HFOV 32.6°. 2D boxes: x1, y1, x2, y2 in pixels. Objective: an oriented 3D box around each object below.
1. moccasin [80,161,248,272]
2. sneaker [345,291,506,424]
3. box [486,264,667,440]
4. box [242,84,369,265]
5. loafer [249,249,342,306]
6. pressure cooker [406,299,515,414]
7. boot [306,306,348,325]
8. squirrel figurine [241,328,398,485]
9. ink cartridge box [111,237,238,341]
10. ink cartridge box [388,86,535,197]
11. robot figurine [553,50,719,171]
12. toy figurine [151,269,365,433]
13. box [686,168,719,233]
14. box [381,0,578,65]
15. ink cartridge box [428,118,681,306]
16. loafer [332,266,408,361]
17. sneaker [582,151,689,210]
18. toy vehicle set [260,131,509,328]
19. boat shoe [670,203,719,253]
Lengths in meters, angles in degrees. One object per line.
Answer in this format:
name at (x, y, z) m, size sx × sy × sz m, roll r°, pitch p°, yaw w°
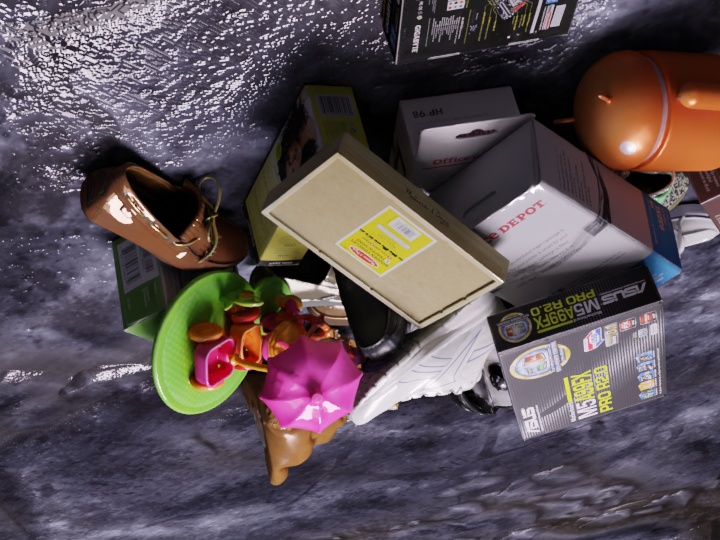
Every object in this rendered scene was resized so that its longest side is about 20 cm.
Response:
moccasin at (-0.174, -0.053, 1.185) m, size 0.077 × 0.074 × 0.201 m, roll -21°, pitch 145°, yaw 28°
sneaker at (0.073, 0.093, 1.212) m, size 0.199 × 0.087 × 0.074 m, roll -36°, pitch -164°, yaw -8°
box at (0.218, 0.086, 1.213) m, size 0.159 × 0.044 × 0.200 m, roll -18°, pitch 145°, yaw 3°
box at (-0.056, -0.086, 1.175) m, size 0.050 × 0.076 × 0.200 m, roll -2°, pitch 149°, yaw -25°
loafer at (-0.022, -0.001, 1.349) m, size 0.198 × 0.076 × 0.070 m, roll -10°, pitch 157°, yaw -10°
pressure cooker at (0.148, 0.052, 1.352) m, size 0.176 × 0.200 × 0.179 m, roll 41°, pitch 152°, yaw -7°
boot at (0.040, 0.020, 1.432) m, size 0.198 × 0.074 × 0.076 m, roll -4°, pitch 145°, yaw -15°
squirrel figurine at (-0.043, 0.161, 1.583) m, size 0.185 × 0.142 × 0.200 m, roll -15°, pitch 156°, yaw -15°
ink cartridge box at (-0.171, 0.032, 1.302) m, size 0.059 × 0.104 × 0.200 m, roll -26°, pitch 151°, yaw 22°
ink cartridge box at (0.093, -0.113, 1.206) m, size 0.115 × 0.067 × 0.200 m, roll -9°, pitch 152°, yaw -10°
robot figurine at (0.288, -0.151, 1.182) m, size 0.199 × 0.144 × 0.117 m, roll -2°, pitch 123°, yaw -25°
toy figurine at (-0.070, 0.088, 1.209) m, size 0.199 × 0.183 × 0.151 m, roll -24°, pitch 124°, yaw -46°
box at (0.416, -0.093, 1.375) m, size 0.075 × 0.101 × 0.200 m, roll -24°, pitch 151°, yaw 18°
box at (0.103, -0.252, 0.971) m, size 0.159 × 0.050 × 0.200 m, roll -13°, pitch 153°, yaw -9°
ink cartridge box at (0.183, -0.036, 1.176) m, size 0.199 × 0.084 × 0.145 m, roll 27°, pitch 135°, yaw -31°
loafer at (0.000, 0.000, 1.227) m, size 0.068 × 0.202 × 0.070 m, roll -28°, pitch 137°, yaw 22°
sneaker at (0.292, -0.084, 1.264) m, size 0.199 × 0.078 × 0.088 m, roll -6°, pitch -173°, yaw -43°
toy vehicle set at (0.022, -0.031, 1.117) m, size 0.200 × 0.027 × 0.124 m, roll 37°, pitch 139°, yaw -21°
boat shoe at (0.357, -0.023, 1.490) m, size 0.200 × 0.087 × 0.075 m, roll -7°, pitch 152°, yaw -15°
